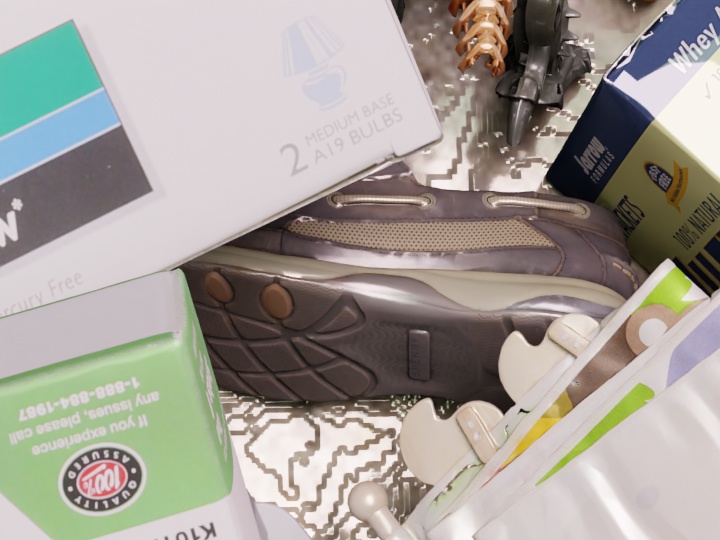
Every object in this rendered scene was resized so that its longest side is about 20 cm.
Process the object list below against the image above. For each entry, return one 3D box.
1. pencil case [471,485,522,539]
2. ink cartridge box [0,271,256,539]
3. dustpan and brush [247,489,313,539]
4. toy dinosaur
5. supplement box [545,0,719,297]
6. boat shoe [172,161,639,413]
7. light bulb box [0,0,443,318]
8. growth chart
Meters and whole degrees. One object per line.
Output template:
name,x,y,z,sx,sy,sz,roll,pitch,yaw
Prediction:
pencil case,0.110,0.147,0.950,0.094,0.091,0.200,-44,81,25
ink cartridge box,-0.091,0.121,0.786,0.144,0.084,0.201,-16,104,-2
dustpan and brush,0.018,0.175,0.930,0.057,0.140,0.201,-16,105,-2
toy dinosaur,0.031,-0.122,0.966,0.102,0.136,0.200,16,34,14
supplement box,0.208,-0.051,0.971,0.200,0.134,0.200,42,78,5
boat shoe,0.000,0.000,0.984,0.199,0.075,0.074,9,52,1
light bulb box,-0.104,-0.075,0.894,0.197,0.200,0.125,-27,112,-5
growth chart,0.100,0.071,0.891,0.199,0.018,0.145,-34,75,18
